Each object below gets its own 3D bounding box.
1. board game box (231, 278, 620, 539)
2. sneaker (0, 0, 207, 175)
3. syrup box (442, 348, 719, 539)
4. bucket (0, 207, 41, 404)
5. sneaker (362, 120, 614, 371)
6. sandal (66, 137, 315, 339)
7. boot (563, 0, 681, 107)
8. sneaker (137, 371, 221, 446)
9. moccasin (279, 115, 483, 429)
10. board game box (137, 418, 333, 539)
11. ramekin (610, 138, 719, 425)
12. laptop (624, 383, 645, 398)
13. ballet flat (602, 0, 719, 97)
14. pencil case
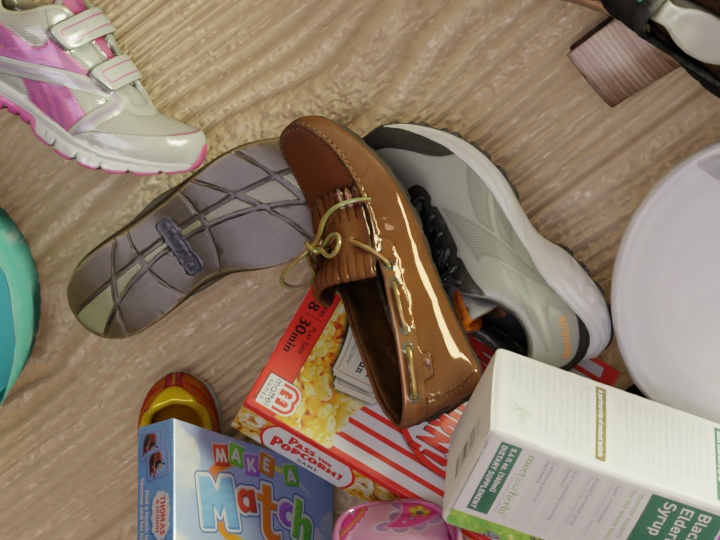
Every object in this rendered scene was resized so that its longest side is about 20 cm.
[{"bbox_3d":[0.042,0.080,1.704,0.199,0.046,0.152,30,62,-1],"label":"board game box"},{"bbox_3d":[-0.182,-0.126,1.714,0.199,0.081,0.089,27,103,0],"label":"sneaker"},{"bbox_3d":[0.156,0.128,1.627,0.199,0.082,0.079,20,126,-9],"label":"syrup box"},{"bbox_3d":[-0.301,0.029,1.725,0.206,0.135,0.209,1,100,5],"label":"bucket"},{"bbox_3d":[0.067,-0.012,1.688,0.079,0.074,0.200,-35,75,-31],"label":"sneaker"},{"bbox_3d":[-0.096,-0.024,1.737,0.199,0.054,0.081,-30,97,11],"label":"sandal"},{"bbox_3d":[0.158,-0.216,1.664,0.155,0.077,0.200,-38,97,12],"label":"boot"},{"bbox_3d":[-0.114,0.168,1.761,0.073,0.077,0.201,-10,100,6],"label":"sneaker"},{"bbox_3d":[-0.001,0.000,1.660,0.077,0.074,0.202,-21,86,-31],"label":"moccasin"},{"bbox_3d":[-0.076,0.206,1.688,0.036,0.151,0.201,-19,63,37],"label":"board game box"},{"bbox_3d":[0.255,0.007,1.687,0.201,0.094,0.204,1,100,6],"label":"ramekin"},{"bbox_3d":[0.192,0.199,1.769,0.177,0.103,0.200,-37,69,10],"label":"laptop"},{"bbox_3d":[0.224,-0.130,1.628,0.199,0.069,0.068,21,114,-31],"label":"ballet flat"},{"bbox_3d":[0.030,0.227,1.676,0.087,0.088,0.201,1,132,6],"label":"pencil case"}]
